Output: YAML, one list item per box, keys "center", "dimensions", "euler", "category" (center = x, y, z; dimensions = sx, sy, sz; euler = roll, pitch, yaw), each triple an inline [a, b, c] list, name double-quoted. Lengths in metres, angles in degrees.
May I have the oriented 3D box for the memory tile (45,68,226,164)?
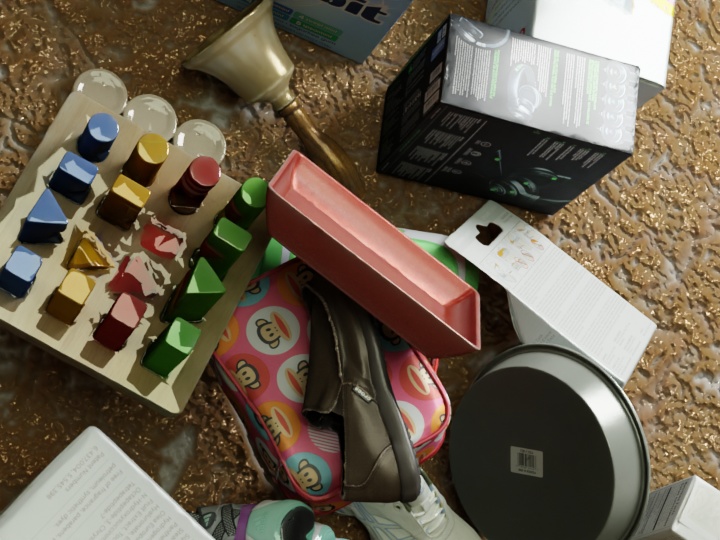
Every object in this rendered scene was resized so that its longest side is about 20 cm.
- center: [-0.215, -0.070, 1.542]
  dimensions: [0.153, 0.017, 0.200]
  euler: [26, 67, -10]
  category: "memory tile"

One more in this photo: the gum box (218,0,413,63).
- center: [-0.037, -0.272, 1.568]
  dimensions: [0.170, 0.200, 0.045]
  euler: [23, 67, -12]
  category: "gum box"

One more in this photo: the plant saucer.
- center: [0.006, -0.009, 1.382]
  dimensions: [0.200, 0.200, 0.037]
  euler: [38, 102, -5]
  category: "plant saucer"

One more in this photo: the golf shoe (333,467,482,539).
- center: [0.041, 0.209, 1.500]
  dimensions: [0.200, 0.097, 0.078]
  euler: [37, 64, -6]
  category: "golf shoe"

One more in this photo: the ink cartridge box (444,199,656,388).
- center: [0.165, 0.030, 1.586]
  dimensions: [0.200, 0.050, 0.162]
  euler: [36, 25, 6]
  category: "ink cartridge box"

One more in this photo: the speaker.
- center: [0.000, 0.000, 1.558]
  dimensions: [0.200, 0.088, 0.089]
  euler: [8, 71, -17]
  category: "speaker"

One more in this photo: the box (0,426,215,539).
- center: [-0.226, 0.257, 1.332]
  dimensions: [0.171, 0.199, 0.200]
  euler: [45, 65, -2]
  category: "box"

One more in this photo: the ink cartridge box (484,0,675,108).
- center: [0.208, -0.253, 1.679]
  dimensions: [0.144, 0.145, 0.200]
  euler: [16, 69, -14]
  category: "ink cartridge box"

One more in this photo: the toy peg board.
- center: [-0.175, -0.026, 1.356]
  dimensions: [0.199, 0.098, 0.200]
  euler: [30, 65, -9]
  category: "toy peg board"

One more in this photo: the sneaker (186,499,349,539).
- center: [-0.080, 0.243, 1.452]
  dimensions: [0.140, 0.200, 0.078]
  euler: [0, 53, 27]
  category: "sneaker"

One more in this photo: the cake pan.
- center: [0.154, 0.163, 1.499]
  dimensions: [0.037, 0.200, 0.200]
  euler: [-11, 76, -48]
  category: "cake pan"

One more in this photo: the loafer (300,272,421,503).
- center: [-0.014, 0.090, 1.357]
  dimensions: [0.071, 0.073, 0.200]
  euler: [-16, 67, -10]
  category: "loafer"

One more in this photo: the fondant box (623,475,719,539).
- center: [0.287, 0.255, 1.514]
  dimensions: [0.144, 0.200, 0.058]
  euler: [33, 65, -8]
  category: "fondant box"

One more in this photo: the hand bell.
- center: [-0.060, -0.143, 1.595]
  dimensions: [0.104, 0.104, 0.200]
  euler: [-46, 104, -25]
  category: "hand bell"

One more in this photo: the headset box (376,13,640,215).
- center: [0.139, -0.136, 1.601]
  dimensions: [0.200, 0.174, 0.093]
  euler: [13, 69, -14]
  category: "headset box"

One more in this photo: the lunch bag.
- center: [-0.019, 0.082, 1.440]
  dimensions: [0.176, 0.082, 0.200]
  euler: [-28, 72, -12]
  category: "lunch bag"
